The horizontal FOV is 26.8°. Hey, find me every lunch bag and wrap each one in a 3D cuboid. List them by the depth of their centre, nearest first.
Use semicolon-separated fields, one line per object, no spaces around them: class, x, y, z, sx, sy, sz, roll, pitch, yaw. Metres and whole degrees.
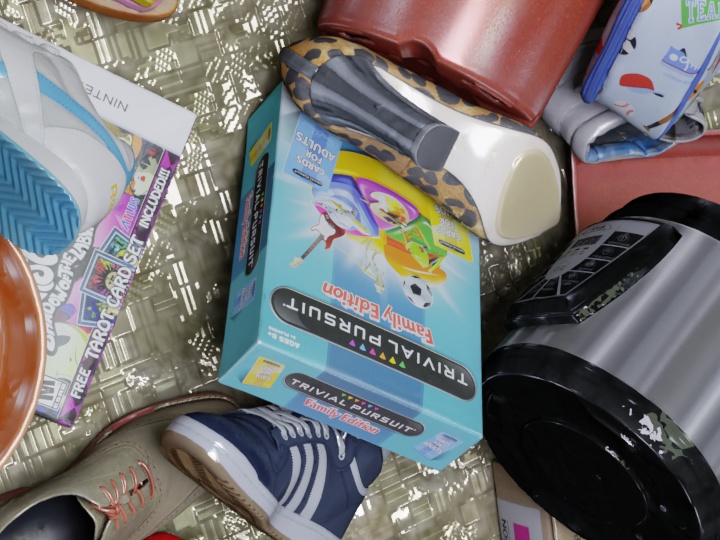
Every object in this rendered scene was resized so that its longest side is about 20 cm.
lunch bag;0.213;-0.189;0.926;0.075;0.161;0.200;28;56;9

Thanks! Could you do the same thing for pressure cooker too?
pressure cooker;0.185;0.053;0.916;0.175;0.179;0.200;32;63;23

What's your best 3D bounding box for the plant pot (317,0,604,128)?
plant pot;0.079;-0.203;0.921;0.200;0.201;0.197;25;88;-24

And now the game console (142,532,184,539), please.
game console;-0.094;0.280;0.864;0.201;0.171;0.119;-56;139;-23

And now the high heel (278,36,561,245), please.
high heel;0.041;-0.084;0.930;0.200;0.142;0.072;25;99;-54

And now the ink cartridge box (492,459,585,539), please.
ink cartridge box;0.184;0.213;1.031;0.163;0.075;0.202;-8;93;-25

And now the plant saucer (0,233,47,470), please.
plant saucer;-0.266;0.041;0.795;0.199;0.032;0.202;-1;92;-23

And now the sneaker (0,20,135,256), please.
sneaker;-0.206;-0.100;0.805;0.200;0.076;0.081;49;37;-5

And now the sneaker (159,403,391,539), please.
sneaker;-0.040;0.096;0.882;0.109;0.070;0.200;-56;150;-12

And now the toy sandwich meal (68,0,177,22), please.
toy sandwich meal;-0.136;-0.252;0.872;0.203;0.070;0.207;0;91;-26

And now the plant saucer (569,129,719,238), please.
plant saucer;0.228;0.002;1.072;0.198;0.037;0.202;-5;92;-27

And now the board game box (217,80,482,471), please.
board game box;0.000;0.000;0.898;0.150;0.047;0.201;24;46;-24

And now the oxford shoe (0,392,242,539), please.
oxford shoe;-0.141;0.134;0.870;0.199;0.075;0.071;-31;102;-23

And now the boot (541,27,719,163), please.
boot;0.210;-0.123;1.022;0.198;0.074;0.096;-17;55;-18

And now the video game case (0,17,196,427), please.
video game case;-0.210;-0.036;0.857;0.180;0.036;0.201;25;80;-22
